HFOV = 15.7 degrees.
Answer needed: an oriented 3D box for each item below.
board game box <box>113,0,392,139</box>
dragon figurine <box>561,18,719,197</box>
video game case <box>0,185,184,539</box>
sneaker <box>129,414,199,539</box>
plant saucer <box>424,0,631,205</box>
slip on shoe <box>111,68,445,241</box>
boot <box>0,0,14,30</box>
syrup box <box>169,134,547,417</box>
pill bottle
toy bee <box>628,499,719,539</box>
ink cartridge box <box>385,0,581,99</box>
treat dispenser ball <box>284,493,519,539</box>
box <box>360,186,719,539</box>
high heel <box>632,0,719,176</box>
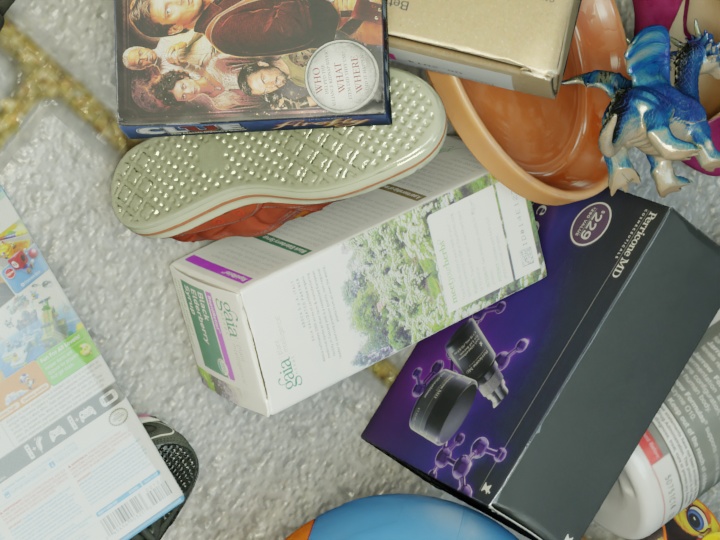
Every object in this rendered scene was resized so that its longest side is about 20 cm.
[{"bbox_3d":[-0.055,-0.170,1.305,0.135,0.035,0.200,-3,83,6],"label":"board game box"},{"bbox_3d":[0.154,-0.098,1.462,0.200,0.059,0.099,0,64,-56],"label":"dragon figurine"},{"bbox_3d":[-0.199,0.075,1.366,0.143,0.018,0.200,-34,103,-21],"label":"video game case"},{"bbox_3d":[-0.149,0.176,1.428,0.080,0.086,0.200,42,79,-38],"label":"sneaker"},{"bbox_3d":[0.087,-0.133,1.473,0.200,0.032,0.200,28,53,-45],"label":"plant saucer"},{"bbox_3d":[-0.038,-0.058,1.371,0.061,0.200,0.074,21,58,-52],"label":"slip on shoe"},{"bbox_3d":[-0.201,-0.106,1.319,0.200,0.077,0.138,-29,124,-9],"label":"boot"},{"bbox_3d":[0.000,0.000,1.477,0.200,0.081,0.079,-26,115,-25],"label":"syrup box"},{"bbox_3d":[0.214,0.068,1.626,0.200,0.114,0.114,-34,121,-21],"label":"pill bottle"},{"bbox_3d":[0.195,0.190,1.672,0.131,0.200,0.109,-40,99,23],"label":"toy bee"},{"bbox_3d":[0.025,-0.192,1.355,0.200,0.075,0.165,14,86,6],"label":"ink cartridge box"},{"bbox_3d":[0.023,0.228,1.491,0.201,0.201,0.201,-11,111,-32],"label":"treat dispenser ball"},{"bbox_3d":[0.111,0.049,1.532,0.079,0.141,0.200,36,83,-37],"label":"box"},{"bbox_3d":[0.204,-0.128,1.567,0.067,0.096,0.200,-43,124,-16],"label":"high heel"}]
